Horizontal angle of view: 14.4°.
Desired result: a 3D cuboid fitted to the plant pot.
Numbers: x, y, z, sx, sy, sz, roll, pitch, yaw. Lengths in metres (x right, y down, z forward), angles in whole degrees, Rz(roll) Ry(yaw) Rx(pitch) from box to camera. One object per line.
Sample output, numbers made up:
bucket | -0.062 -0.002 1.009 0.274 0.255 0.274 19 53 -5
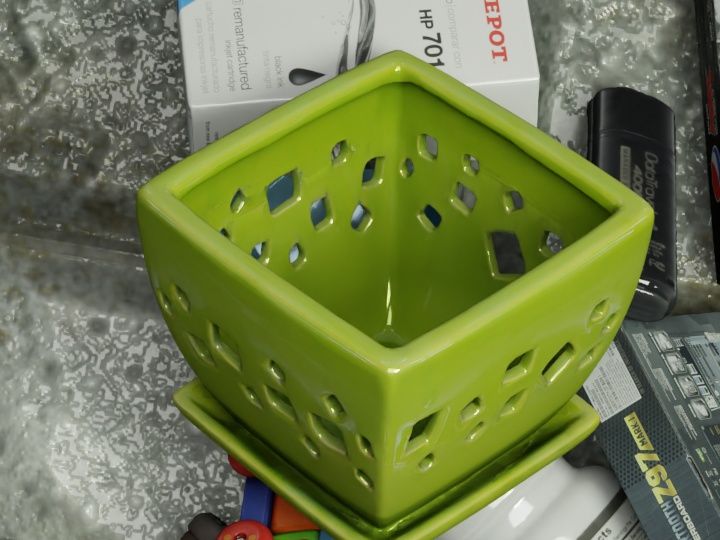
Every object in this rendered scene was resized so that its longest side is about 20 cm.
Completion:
plant pot | 0.015 0.029 1.512 0.199 0.182 0.200 -31 51 -32

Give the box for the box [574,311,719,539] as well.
box | 0.207 0.120 1.601 0.051 0.158 0.200 -34 74 29

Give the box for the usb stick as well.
usb stick | 0.154 -0.040 1.628 0.055 0.200 0.033 18 125 -7

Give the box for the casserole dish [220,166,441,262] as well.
casserole dish | 0.000 0.000 1.676 0.121 0.039 0.200 -38 88 -6

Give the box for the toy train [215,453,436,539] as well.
toy train | -0.009 0.116 1.597 0.116 0.085 0.200 -8 43 14

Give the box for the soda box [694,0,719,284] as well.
soda box | 0.237 -0.094 1.681 0.063 0.071 0.200 -3 84 -2

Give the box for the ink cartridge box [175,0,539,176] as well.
ink cartridge box | -0.005 -0.138 1.645 0.200 0.086 0.147 -6 60 -3

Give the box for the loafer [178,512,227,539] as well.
loafer | -0.048 0.233 1.639 0.071 0.073 0.200 -40 78 -2

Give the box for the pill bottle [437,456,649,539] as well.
pill bottle | 0.134 0.184 1.626 0.200 0.116 0.116 45 84 3
